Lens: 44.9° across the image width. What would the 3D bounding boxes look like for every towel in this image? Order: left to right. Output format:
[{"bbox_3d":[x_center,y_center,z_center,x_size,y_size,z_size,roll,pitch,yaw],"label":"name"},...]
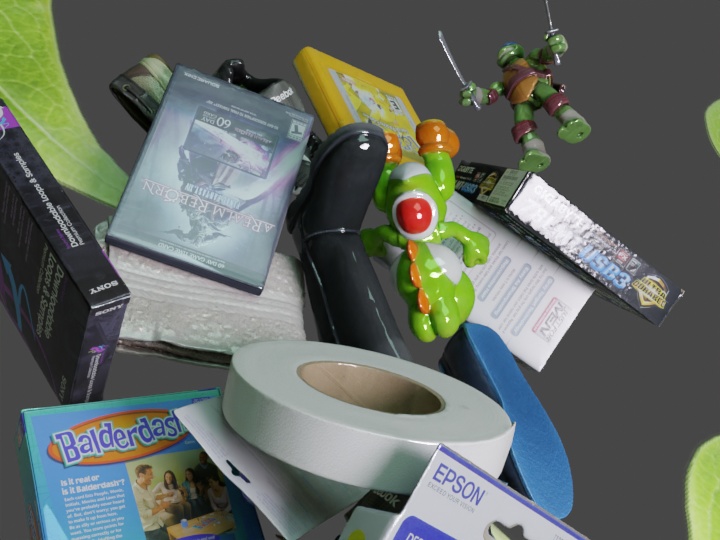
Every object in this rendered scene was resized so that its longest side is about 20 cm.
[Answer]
[{"bbox_3d":[-0.140,0.022,0.767,0.198,0.035,0.133,12,47,-20],"label":"towel"}]

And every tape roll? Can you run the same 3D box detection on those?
[{"bbox_3d":[0.005,0.096,0.605,0.201,0.037,0.203,14,8,-2],"label":"tape roll"}]

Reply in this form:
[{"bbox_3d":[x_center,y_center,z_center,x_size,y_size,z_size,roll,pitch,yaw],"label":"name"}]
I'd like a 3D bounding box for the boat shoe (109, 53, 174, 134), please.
[{"bbox_3d":[-0.174,-0.117,0.855,0.065,0.073,0.201,-32,78,-15],"label":"boat shoe"}]

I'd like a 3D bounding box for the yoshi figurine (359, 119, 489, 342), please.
[{"bbox_3d":[0.061,-0.028,0.813,0.111,0.112,0.202,4,70,-31],"label":"yoshi figurine"}]

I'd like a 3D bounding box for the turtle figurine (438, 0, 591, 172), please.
[{"bbox_3d":[0.198,-0.238,1.111,0.143,0.200,0.195,-20,61,0],"label":"turtle figurine"}]

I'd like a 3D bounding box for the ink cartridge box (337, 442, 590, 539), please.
[{"bbox_3d":[0.045,0.224,0.537,0.197,0.047,0.201,38,77,-36],"label":"ink cartridge box"}]

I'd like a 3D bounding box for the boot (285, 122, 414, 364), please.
[{"bbox_3d":[0.000,0.000,0.749,0.065,0.165,0.202,-1,60,-24],"label":"boot"}]

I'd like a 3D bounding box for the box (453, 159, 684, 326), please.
[{"bbox_3d":[0.197,-0.035,0.886,0.199,0.050,0.199,34,4,-14],"label":"box"}]

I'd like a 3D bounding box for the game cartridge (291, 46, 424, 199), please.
[{"bbox_3d":[0.026,-0.150,0.974,0.175,0.032,0.201,11,43,-47],"label":"game cartridge"}]

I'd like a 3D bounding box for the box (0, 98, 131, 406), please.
[{"bbox_3d":[-0.245,-0.009,0.658,0.036,0.143,0.200,-23,64,-39],"label":"box"}]

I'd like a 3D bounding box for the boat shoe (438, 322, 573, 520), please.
[{"bbox_3d":[0.128,0.142,0.783,0.084,0.069,0.201,17,40,-32],"label":"boat shoe"}]

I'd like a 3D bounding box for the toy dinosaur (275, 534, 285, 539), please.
[{"bbox_3d":[0.035,0.213,0.685,0.106,0.061,0.199,39,40,27],"label":"toy dinosaur"}]

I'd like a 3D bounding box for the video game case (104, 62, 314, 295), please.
[{"bbox_3d":[-0.131,-0.088,0.799,0.142,0.019,0.202,19,58,-10],"label":"video game case"}]

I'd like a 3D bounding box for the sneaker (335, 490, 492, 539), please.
[{"bbox_3d":[0.010,0.185,0.578,0.199,0.092,0.066,-14,17,-32],"label":"sneaker"}]

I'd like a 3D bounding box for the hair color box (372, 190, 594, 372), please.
[{"bbox_3d":[0.120,0.003,0.871,0.199,0.061,0.099,35,86,5],"label":"hair color box"}]

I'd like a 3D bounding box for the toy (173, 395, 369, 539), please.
[{"bbox_3d":[-0.053,0.141,0.645,0.115,0.047,0.200,42,18,17],"label":"toy"}]

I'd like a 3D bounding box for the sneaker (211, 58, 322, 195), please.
[{"bbox_3d":[-0.083,-0.149,0.910,0.199,0.091,0.067,36,44,6],"label":"sneaker"}]

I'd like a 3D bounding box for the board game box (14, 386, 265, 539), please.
[{"bbox_3d":[-0.146,0.184,0.606,0.151,0.045,0.201,-2,53,-31],"label":"board game box"}]
